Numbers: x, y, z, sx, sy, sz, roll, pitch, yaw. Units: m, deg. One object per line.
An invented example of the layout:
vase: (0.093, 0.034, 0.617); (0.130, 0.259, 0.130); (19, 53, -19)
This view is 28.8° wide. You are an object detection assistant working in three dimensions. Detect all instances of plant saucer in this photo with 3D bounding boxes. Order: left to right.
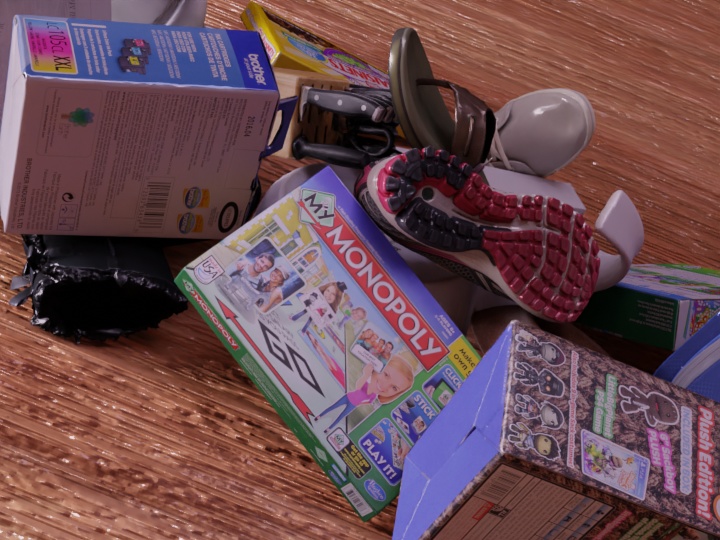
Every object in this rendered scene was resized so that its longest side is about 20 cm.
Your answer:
plant saucer: (0.165, 0.088, 1.014); (0.200, 0.037, 0.201); (39, 15, -13)

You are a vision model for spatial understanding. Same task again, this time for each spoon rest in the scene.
spoon rest: (0.154, -0.007, 1.101); (0.061, 0.200, 0.100); (41, 64, -13)

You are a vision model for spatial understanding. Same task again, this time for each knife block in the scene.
knife block: (-0.063, -0.122, 1.086); (0.199, 0.064, 0.176); (6, 9, -12)

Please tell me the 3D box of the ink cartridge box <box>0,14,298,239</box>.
ink cartridge box: (-0.138, -0.092, 0.950); (0.199, 0.137, 0.077); (2, 44, -20)

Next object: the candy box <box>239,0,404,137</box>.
candy box: (-0.020, -0.188, 1.353); (0.199, 0.026, 0.102); (22, 28, -36)

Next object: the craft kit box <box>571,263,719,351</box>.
craft kit box: (0.262, 0.026, 1.153); (0.197, 0.049, 0.200); (-2, 10, -30)

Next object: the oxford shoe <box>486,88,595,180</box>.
oxford shoe: (0.117, -0.105, 1.235); (0.058, 0.199, 0.076); (-24, 96, -51)

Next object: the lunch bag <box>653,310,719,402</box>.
lunch bag: (0.318, 0.110, 1.022); (0.200, 0.136, 0.133); (35, 22, -35)

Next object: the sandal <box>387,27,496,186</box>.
sandal: (0.080, -0.094, 1.046); (0.202, 0.057, 0.080); (59, 25, -16)

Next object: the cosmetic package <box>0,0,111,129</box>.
cosmetic package: (-0.291, -0.187, 1.017); (0.199, 0.200, 0.123); (-9, 27, -25)

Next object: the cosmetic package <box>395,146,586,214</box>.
cosmetic package: (0.085, -0.049, 1.203); (0.199, 0.083, 0.051); (11, 33, -20)

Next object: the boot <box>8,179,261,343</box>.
boot: (-0.156, -0.021, 1.018); (0.197, 0.074, 0.163); (1, 34, -19)

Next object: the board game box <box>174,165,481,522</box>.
board game box: (-0.010, 0.045, 0.931); (0.134, 0.029, 0.200); (-38, 88, -29)

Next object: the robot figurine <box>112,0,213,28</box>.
robot figurine: (-0.219, -0.261, 1.267); (0.200, 0.169, 0.113); (39, 56, -33)

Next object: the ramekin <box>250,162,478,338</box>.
ramekin: (0.000, 0.000, 1.062); (0.201, 0.095, 0.203); (16, 32, -10)

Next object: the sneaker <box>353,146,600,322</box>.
sneaker: (0.087, -0.029, 0.991); (0.199, 0.081, 0.075); (30, -13, -24)

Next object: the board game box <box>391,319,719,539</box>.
board game box: (0.140, 0.142, 0.833); (0.199, 0.160, 0.097); (23, 47, -11)
